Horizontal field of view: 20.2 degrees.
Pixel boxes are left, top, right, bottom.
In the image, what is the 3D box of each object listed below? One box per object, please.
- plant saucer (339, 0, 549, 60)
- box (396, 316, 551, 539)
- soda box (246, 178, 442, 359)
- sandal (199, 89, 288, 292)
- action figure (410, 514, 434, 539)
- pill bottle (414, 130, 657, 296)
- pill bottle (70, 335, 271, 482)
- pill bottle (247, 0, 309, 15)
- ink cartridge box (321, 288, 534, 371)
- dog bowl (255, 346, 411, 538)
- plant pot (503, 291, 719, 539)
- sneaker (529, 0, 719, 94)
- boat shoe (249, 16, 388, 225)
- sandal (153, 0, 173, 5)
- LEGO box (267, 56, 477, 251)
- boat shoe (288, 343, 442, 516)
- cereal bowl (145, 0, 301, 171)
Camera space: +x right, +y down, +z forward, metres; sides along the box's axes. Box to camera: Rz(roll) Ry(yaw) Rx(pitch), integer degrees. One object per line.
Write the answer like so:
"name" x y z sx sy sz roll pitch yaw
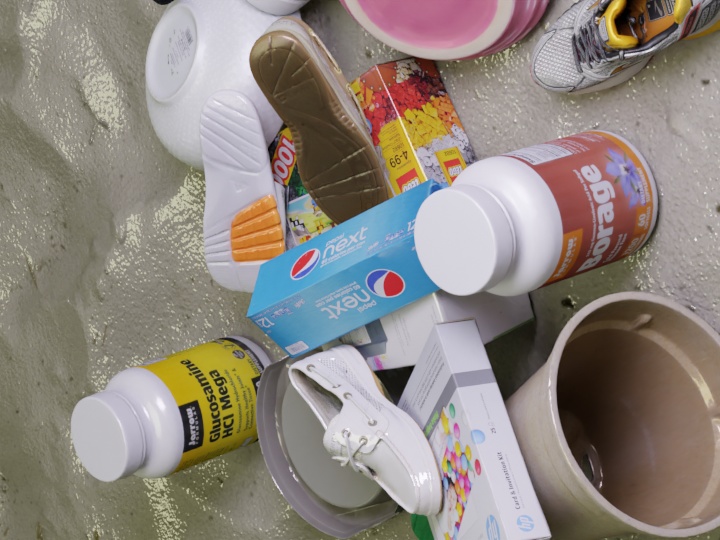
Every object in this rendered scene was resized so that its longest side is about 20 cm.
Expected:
"plant saucer" 0.059 -0.247 1.669 0.200 0.051 0.201 12 138 11
"box" 0.088 0.164 1.651 0.156 0.041 0.201 111 145 -56
"soda box" 0.000 0.000 1.724 0.200 0.068 0.064 -25 125 32
"sandal" -0.100 -0.077 1.836 0.079 0.059 0.207 7 121 15
"action figure" 0.088 0.202 1.847 0.118 0.055 0.200 31 132 22
"pill bottle" 0.140 -0.042 1.620 0.112 0.200 0.113 16 114 41
"pill bottle" -0.182 0.140 1.994 0.112 0.200 0.113 16 114 40
"pill bottle" -0.027 -0.311 1.765 0.200 0.113 0.113 -32 79 45
"ink cartridge box" 0.041 0.043 1.803 0.200 0.117 0.068 -12 98 46
"dog bowl" -0.011 0.153 1.931 0.200 0.059 0.201 16 114 40
"plant pot" 0.193 0.141 1.653 0.183 0.200 0.201 -38 75 56
"sneaker" 0.203 -0.196 1.596 0.200 0.082 0.078 -29 82 46
"boat shoe" -0.026 -0.128 1.724 0.074 0.066 0.200 -14 119 21
"sandal" -0.130 -0.328 1.835 0.200 0.075 0.045 -45 78 9
"LEGO box" 0.007 -0.083 1.826 0.200 0.077 0.149 -32 79 45
"boat shoe" 0.000 0.142 1.711 0.200 0.069 0.071 49 141 44
"cereal bowl" -0.143 -0.194 1.886 0.200 0.083 0.201 -22 63 50
